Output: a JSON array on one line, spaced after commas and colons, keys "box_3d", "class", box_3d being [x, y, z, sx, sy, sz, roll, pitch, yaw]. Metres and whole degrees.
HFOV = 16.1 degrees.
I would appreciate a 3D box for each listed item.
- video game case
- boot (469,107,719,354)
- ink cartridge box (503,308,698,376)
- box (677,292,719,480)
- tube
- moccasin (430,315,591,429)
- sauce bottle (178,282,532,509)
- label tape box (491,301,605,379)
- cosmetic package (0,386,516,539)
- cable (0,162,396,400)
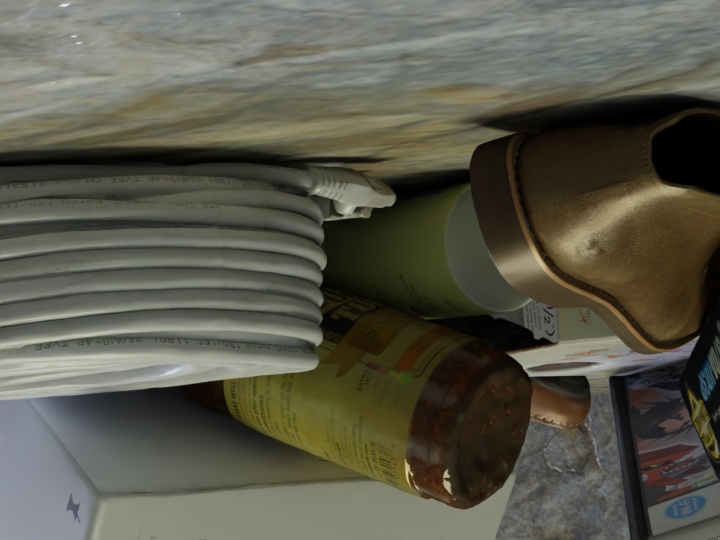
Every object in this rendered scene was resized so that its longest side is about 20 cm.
[{"box_3d": [0.204, 0.063, 1.141, 0.180, 0.026, 0.200, -20, -163, 9], "class": "video game case"}, {"box_3d": [0.113, -0.017, 0.884, 0.075, 0.074, 0.200, -19, 167, 24], "class": "boot"}, {"box_3d": [0.138, 0.015, 1.106, 0.176, 0.045, 0.200, -9, 173, 35], "class": "ink cartridge box"}, {"box_3d": [0.219, 0.007, 0.930, 0.199, 0.046, 0.159, -23, 167, -5], "class": "box"}, {"box_3d": [0.000, 0.000, 1.025, 0.052, 0.058, 0.200, -36, -165, -30], "class": "tube"}, {"box_3d": [0.013, 0.056, 1.237, 0.200, 0.078, 0.074, 6, -169, 13], "class": "moccasin"}, {"box_3d": [-0.030, 0.033, 0.985, 0.199, 0.066, 0.066, 19, -172, 31], "class": "sauce bottle"}, {"box_3d": [0.056, 0.036, 1.385, 0.143, 0.067, 0.200, -8, 172, 37], "class": "label tape box"}, {"box_3d": [-0.071, 0.141, 1.065, 0.199, 0.200, 0.123, 0, -152, -36], "class": "cosmetic package"}, {"box_3d": [-0.110, 0.009, 0.889, 0.199, 0.070, 0.199, -10, 173, 40], "class": "cable"}]
